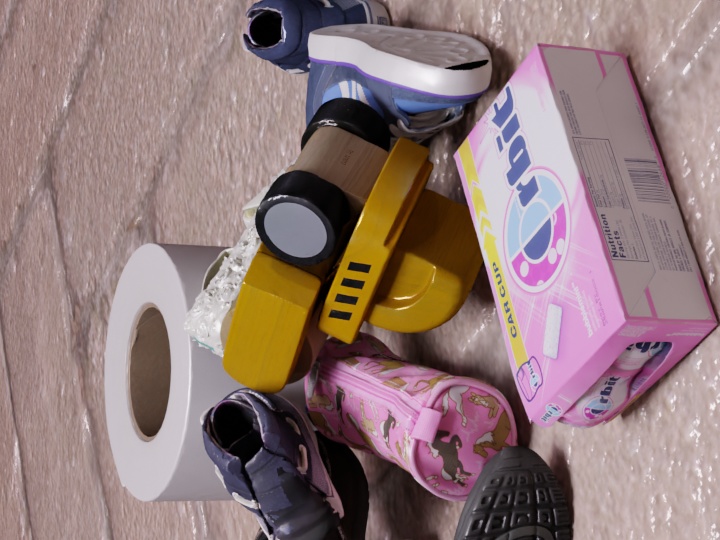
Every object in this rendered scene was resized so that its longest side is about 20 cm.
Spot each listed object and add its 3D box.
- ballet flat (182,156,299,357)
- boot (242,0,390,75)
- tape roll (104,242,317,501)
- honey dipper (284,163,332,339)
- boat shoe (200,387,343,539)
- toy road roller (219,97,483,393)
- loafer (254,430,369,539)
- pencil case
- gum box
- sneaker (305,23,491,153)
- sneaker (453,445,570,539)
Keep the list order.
[{"bbox_3d":[-0.072,-0.021,1.420,0.201,0.072,0.072,-59,10,-32],"label":"ballet flat"},{"bbox_3d":[-0.059,-0.191,1.492,0.200,0.089,0.074,9,96,64],"label":"boot"},{"bbox_3d":[-0.108,0.081,1.515,0.202,0.138,0.205,173,98,-64],"label":"tape roll"},{"bbox_3d":[-0.028,0.018,1.405,0.038,0.038,0.202,23,126,62],"label":"honey dipper"},{"bbox_3d":[-0.074,0.109,1.309,0.093,0.074,0.200,57,174,-28],"label":"boat shoe"},{"bbox_3d":[0.000,0.000,1.281,0.123,0.145,0.201,-61,-5,-48],"label":"toy road roller"},{"bbox_3d":[-0.037,0.182,1.317,0.073,0.071,0.201,-46,33,26],"label":"loafer"},{"bbox_3d":[0.030,0.095,1.283,0.200,0.086,0.084,19,120,64],"label":"pencil case"},{"bbox_3d":[0.128,-0.017,1.118,0.114,0.065,0.202,-53,43,48],"label":"gum box"},{"bbox_3d":[0.028,-0.090,1.337,0.199,0.080,0.148,22,120,55],"label":"sneaker"},{"bbox_3d":[0.076,0.203,1.208,0.091,0.075,0.202,-139,58,-67],"label":"sneaker"}]
